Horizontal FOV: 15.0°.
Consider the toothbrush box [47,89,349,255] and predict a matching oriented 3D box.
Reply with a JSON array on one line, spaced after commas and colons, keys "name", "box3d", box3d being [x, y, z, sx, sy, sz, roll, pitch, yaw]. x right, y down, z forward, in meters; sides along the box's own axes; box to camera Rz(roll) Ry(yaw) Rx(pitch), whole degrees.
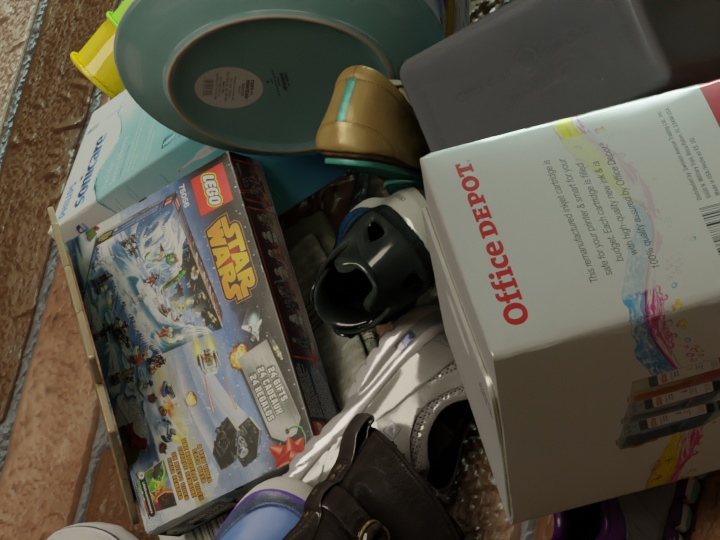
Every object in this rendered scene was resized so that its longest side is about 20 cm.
[{"name": "toothbrush box", "box3d": [-0.096, -0.085, 1.786, 0.199, 0.085, 0.147, -31, 26, 27]}]

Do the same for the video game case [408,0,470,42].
[{"name": "video game case", "box3d": [0.048, -0.184, 1.661, 0.017, 0.200, 0.144, -1, 60, 8]}]

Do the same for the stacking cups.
[{"name": "stacking cups", "box3d": [-0.124, -0.210, 1.942, 0.200, 0.060, 0.061, -50, 41, 10]}]

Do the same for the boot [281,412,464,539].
[{"name": "boot", "box3d": [0.004, 0.204, 1.522, 0.174, 0.201, 0.069, -41, 25, -31]}]

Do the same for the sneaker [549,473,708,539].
[{"name": "sneaker", "box3d": [0.145, 0.087, 1.463, 0.074, 0.087, 0.201, -8, 61, 42]}]

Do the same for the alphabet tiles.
[{"name": "alphabet tiles", "box3d": [-0.170, 0.061, 1.731, 0.006, 0.200, 0.167, -16, 61, -6]}]

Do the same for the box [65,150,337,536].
[{"name": "box", "box3d": [-0.097, 0.046, 1.684, 0.136, 0.040, 0.201, -27, 69, 27]}]

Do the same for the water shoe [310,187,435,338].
[{"name": "water shoe", "box3d": [0.000, 0.000, 1.606, 0.079, 0.072, 0.200, -34, -4, -15]}]

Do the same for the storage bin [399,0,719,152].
[{"name": "storage bin", "box3d": [0.128, -0.105, 1.537, 0.199, 0.134, 0.146, -27, 82, 32]}]

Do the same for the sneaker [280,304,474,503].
[{"name": "sneaker", "box3d": [0.012, 0.121, 1.589, 0.082, 0.075, 0.201, 38, 106, 29]}]

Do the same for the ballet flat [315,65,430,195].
[{"name": "ballet flat", "box3d": [0.034, -0.075, 1.598, 0.068, 0.200, 0.064, 4, 83, 21]}]

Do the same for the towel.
[{"name": "towel", "box3d": [-0.071, 0.081, 1.728, 0.192, 0.034, 0.201, -41, 43, 20]}]

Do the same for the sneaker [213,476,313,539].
[{"name": "sneaker", "box3d": [-0.079, 0.227, 1.534, 0.080, 0.146, 0.201, 23, 109, 9]}]

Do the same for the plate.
[{"name": "plate", "box3d": [-0.047, -0.117, 1.603, 0.199, 0.200, 0.026, -25, 51, 33]}]

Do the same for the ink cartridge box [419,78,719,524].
[{"name": "ink cartridge box", "box3d": [0.145, 0.013, 1.401, 0.198, 0.145, 0.146, -14, 49, -4]}]

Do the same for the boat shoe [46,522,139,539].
[{"name": "boat shoe", "box3d": [-0.164, 0.202, 1.705, 0.200, 0.065, 0.074, 14, 94, 56]}]
